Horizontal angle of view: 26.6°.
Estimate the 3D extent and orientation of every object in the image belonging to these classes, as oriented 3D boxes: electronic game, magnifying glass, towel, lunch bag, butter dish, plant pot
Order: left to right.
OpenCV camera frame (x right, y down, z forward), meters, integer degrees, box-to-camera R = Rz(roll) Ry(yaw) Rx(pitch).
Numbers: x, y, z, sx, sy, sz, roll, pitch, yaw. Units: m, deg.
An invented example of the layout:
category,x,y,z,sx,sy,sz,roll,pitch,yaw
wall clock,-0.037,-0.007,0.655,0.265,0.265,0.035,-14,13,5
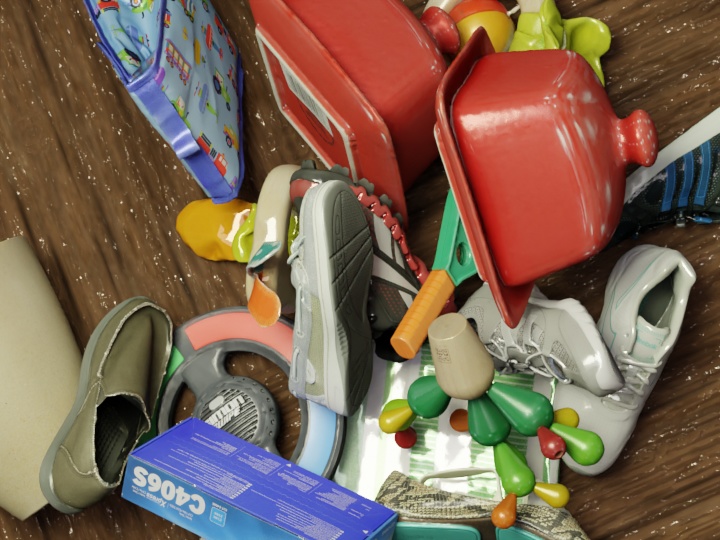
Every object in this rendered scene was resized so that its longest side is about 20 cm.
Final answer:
category,x,y,z,sx,sy,sz,roll,pitch,yaw
plant pot,-0.307,0.106,1.299,0.187,0.187,0.200,-35,89,3
lunch bag,-0.153,-0.158,1.276,0.094,0.151,0.200,-26,44,6
electronic game,-0.107,0.129,1.302,0.200,0.042,0.200,-4,78,18
butter dish,0.016,-0.165,1.264,0.148,0.199,0.200,-35,66,-9
towel,0.071,0.129,1.285,0.200,0.023,0.153,3,81,12
magnifying glass,0.078,-0.008,1.250,0.022,0.080,0.200,-2,42,41
butter dish,0.154,-0.087,1.165,0.148,0.200,0.200,-12,110,21

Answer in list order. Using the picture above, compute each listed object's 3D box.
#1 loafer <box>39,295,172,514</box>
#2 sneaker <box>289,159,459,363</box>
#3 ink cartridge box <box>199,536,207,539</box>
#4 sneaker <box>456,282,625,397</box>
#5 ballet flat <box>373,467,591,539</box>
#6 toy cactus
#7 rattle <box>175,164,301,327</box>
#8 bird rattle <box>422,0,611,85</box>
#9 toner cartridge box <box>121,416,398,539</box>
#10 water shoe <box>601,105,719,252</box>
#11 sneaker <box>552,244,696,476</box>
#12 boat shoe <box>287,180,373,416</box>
category,x,y,z,sx,sy,sz,roll,pitch,yaw
loafer,-0.194,0.109,1.257,0.070,0.075,0.200,-12,49,39
sneaker,0.000,0.000,1.236,0.071,0.200,0.098,5,52,48
ink cartridge box,-0.047,0.310,1.210,0.200,0.085,0.145,12,125,14
sneaker,0.137,0.064,1.209,0.082,0.200,0.075,-35,113,-11
ballet flat,0.108,0.195,1.228,0.200,0.068,0.075,9,58,15
toy cactus,0.084,0.109,1.177,0.200,0.165,0.102,16,50,44
rattle,-0.109,-0.018,1.257,0.143,0.200,0.130,19,122,5
bird rattle,0.117,-0.222,1.306,0.163,0.113,0.200,-31,72,22
toner cartridge box,-0.080,0.186,1.212,0.200,0.095,0.043,22,114,21
water shoe,0.275,-0.067,1.256,0.200,0.072,0.079,-39,77,3
sneaker,0.212,0.071,1.232,0.070,0.080,0.200,21,86,-9
boat shoe,-0.031,0.022,1.178,0.065,0.202,0.074,11,37,22
